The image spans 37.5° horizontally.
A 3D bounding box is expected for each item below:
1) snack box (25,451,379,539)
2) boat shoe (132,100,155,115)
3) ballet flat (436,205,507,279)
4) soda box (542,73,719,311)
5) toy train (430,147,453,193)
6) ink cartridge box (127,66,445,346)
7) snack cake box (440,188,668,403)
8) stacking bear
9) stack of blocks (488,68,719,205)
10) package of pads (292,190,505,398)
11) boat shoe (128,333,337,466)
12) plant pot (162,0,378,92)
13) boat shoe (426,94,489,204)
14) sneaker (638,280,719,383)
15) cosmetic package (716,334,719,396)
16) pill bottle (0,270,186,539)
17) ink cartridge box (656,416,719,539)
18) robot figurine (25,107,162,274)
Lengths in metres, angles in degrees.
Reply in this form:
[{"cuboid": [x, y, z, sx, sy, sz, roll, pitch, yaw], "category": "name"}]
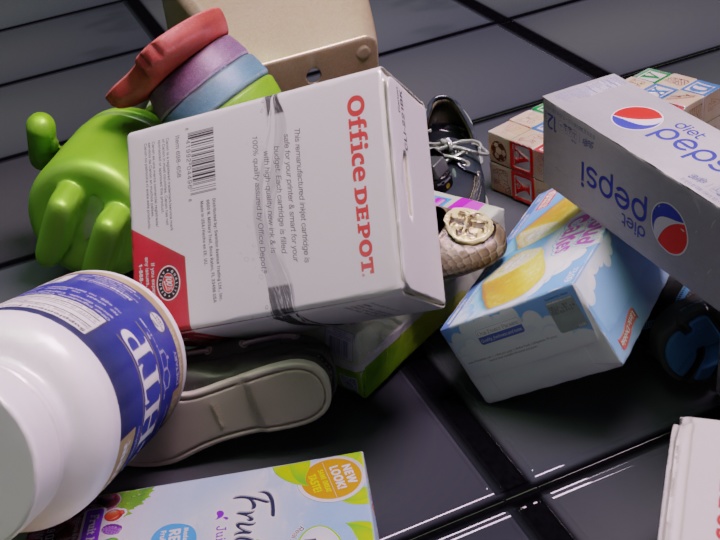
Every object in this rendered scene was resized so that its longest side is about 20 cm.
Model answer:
[{"cuboid": [-0.083, 0.187, 0.557, 0.197, 0.069, 0.169, -8, 30, -2], "category": "snack box"}, {"cuboid": [-0.193, -0.160, 1.068, 0.201, 0.071, 0.061, -10, 55, 67], "category": "boat shoe"}, {"cuboid": [0.007, -0.029, 0.771, 0.197, 0.047, 0.068, 3, 35, 15], "category": "ballet flat"}, {"cuboid": [0.193, -0.052, 0.661, 0.063, 0.069, 0.200, -20, 36, -18], "category": "soda box"}, {"cuboid": [0.010, -0.084, 0.956, 0.034, 0.046, 0.199, -43, 29, -27], "category": "toy train"}, {"cuboid": [-0.051, -0.035, 0.712, 0.197, 0.147, 0.084, -10, -12, 24], "category": "ink cartridge box"}, {"cuboid": [0.154, -0.001, 0.756, 0.114, 0.068, 0.200, -24, 16, 41], "category": "snack cake box"}, {"cuboid": [-0.105, -0.113, 0.918, 0.114, 0.201, 0.121, -42, 9, -35], "category": "stacking bear"}, {"cuboid": [0.228, -0.123, 0.982, 0.199, 0.059, 0.115, -28, 37, -29], "category": "stack of blocks"}, {"cuboid": [0.000, 0.000, 0.833, 0.153, 0.069, 0.200, 17, 40, 35], "category": "package of pads"}, {"cuboid": [-0.111, 0.086, 0.725, 0.197, 0.068, 0.057, -10, 21, 7], "category": "boat shoe"}, {"cuboid": [-0.074, -0.202, 1.070, 0.197, 0.202, 0.178, -17, 43, -14], "category": "plant pot"}, {"cuboid": [0.082, -0.100, 0.977, 0.074, 0.063, 0.201, -2, 33, 7], "category": "boat shoe"}, {"cuboid": [0.282, 0.012, 0.741, 0.197, 0.074, 0.082, -13, 24, -11], "category": "sneaker"}, {"cuboid": [0.331, 0.040, 0.653, 0.197, 0.109, 0.085, -10, 31, 0], "category": "cosmetic package"}, {"cuboid": [-0.180, 0.075, 0.594, 0.118, 0.122, 0.200, -3, 10, 8], "category": "pill bottle"}, {"cuboid": [0.244, 0.156, 0.511, 0.197, 0.086, 0.146, 6, 34, 19], "category": "ink cartridge box"}, {"cuboid": [-0.223, -0.073, 0.956, 0.173, 0.117, 0.201, 22, 32, -3], "category": "robot figurine"}]
